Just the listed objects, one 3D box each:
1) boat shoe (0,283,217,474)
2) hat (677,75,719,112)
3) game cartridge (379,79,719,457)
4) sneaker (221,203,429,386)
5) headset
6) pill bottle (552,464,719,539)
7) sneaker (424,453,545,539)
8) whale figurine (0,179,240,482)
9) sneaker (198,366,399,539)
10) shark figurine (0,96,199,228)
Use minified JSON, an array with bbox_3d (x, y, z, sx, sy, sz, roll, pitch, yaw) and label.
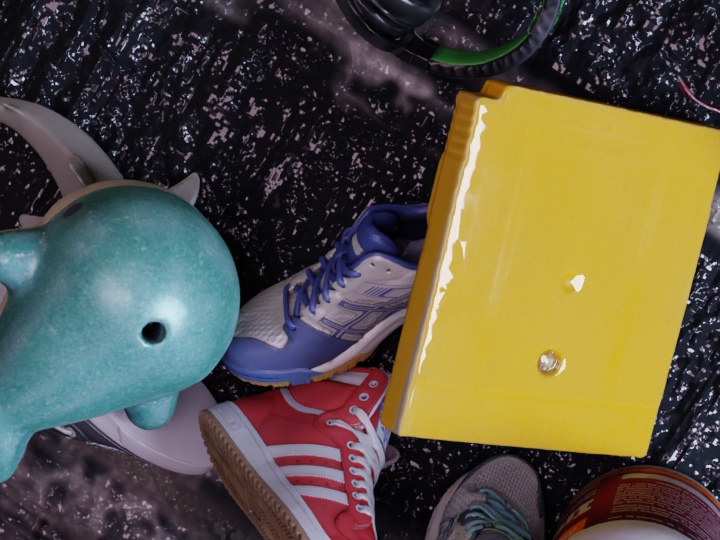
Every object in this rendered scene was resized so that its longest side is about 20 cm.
[{"bbox_3d":[-0.178,0.075,1.053,0.199,0.072,0.068,29,135,-5],"label":"boat shoe"},{"bbox_3d":[0.301,-0.055,0.852,0.199,0.176,0.166,-28,74,17],"label":"hat"},{"bbox_3d":[0.111,0.002,0.945,0.175,0.032,0.201,9,99,-29],"label":"game cartridge"},{"bbox_3d":[0.000,0.000,0.981,0.199,0.088,0.076,-22,49,8],"label":"sneaker"},{"bbox_3d":[0.029,-0.196,0.970,0.199,0.094,0.124,28,124,3],"label":"headset"},{"bbox_3d":[0.152,0.182,0.918,0.112,0.200,0.114,1,96,12],"label":"pill bottle"},{"bbox_3d":[0.074,0.169,0.939,0.077,0.200,0.086,30,131,-1],"label":"sneaker"},{"bbox_3d":[-0.157,0.042,0.950,0.200,0.104,0.159,-41,119,-5],"label":"whale figurine"},{"bbox_3d":[-0.005,0.126,0.965,0.112,0.200,0.072,-21,132,-20],"label":"sneaker"},{"bbox_3d":[-0.187,-0.061,1.016,0.128,0.090,0.215,-43,85,-3],"label":"shark figurine"}]
